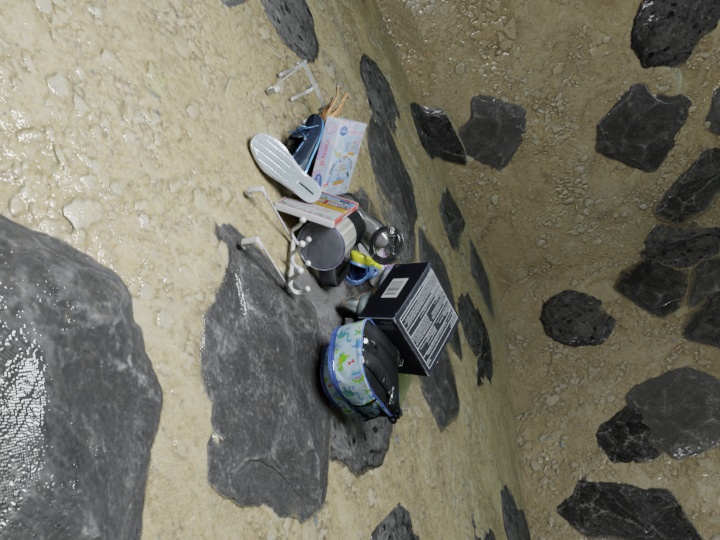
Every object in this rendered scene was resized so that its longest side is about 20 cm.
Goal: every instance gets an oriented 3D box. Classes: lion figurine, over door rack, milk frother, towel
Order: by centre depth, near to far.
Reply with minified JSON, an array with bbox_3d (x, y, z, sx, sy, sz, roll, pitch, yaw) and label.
[{"bbox_3d":[-0.157,-0.061,1.165,0.200,0.066,0.148,50,30,-47],"label":"over door rack"},{"bbox_3d":[-0.017,-0.067,1.360,0.181,0.200,0.188,68,21,-13],"label":"milk frother"},{"bbox_3d":[-0.167,-0.438,1.473,0.148,0.066,0.200,61,37,-29],"label":"over door rack"},{"bbox_3d":[-0.082,-0.387,1.522,0.123,0.072,0.200,-56,159,-26],"label":"lion figurine"},{"bbox_3d":[0.097,0.280,1.552,0.200,0.036,0.149,-63,140,-41],"label":"towel"}]

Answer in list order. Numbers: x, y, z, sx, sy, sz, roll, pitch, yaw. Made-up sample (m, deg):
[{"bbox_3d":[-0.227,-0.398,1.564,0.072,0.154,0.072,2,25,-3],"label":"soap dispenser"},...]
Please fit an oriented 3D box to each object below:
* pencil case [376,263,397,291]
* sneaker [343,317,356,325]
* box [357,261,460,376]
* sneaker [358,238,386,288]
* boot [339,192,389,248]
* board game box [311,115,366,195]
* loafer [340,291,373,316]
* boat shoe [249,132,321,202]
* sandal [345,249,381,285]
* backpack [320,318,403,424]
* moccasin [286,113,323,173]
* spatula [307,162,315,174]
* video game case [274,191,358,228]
[{"bbox_3d":[0.083,0.071,1.559,0.200,0.083,0.091,-73,161,-49],"label":"pencil case"},{"bbox_3d":[0.024,0.174,1.441,0.200,0.084,0.075,52,28,-45],"label":"sneaker"},{"bbox_3d":[0.125,0.119,1.406,0.200,0.123,0.199,-53,123,-35],"label":"box"},{"bbox_3d":[0.044,-0.052,1.706,0.114,0.072,0.201,-24,107,-73],"label":"sneaker"},{"bbox_3d":[-0.009,-0.128,1.581,0.200,0.070,0.132,44,23,4],"label":"boot"},{"bbox_3d":[-0.059,-0.297,1.499,0.200,0.041,0.200,-29,139,-68],"label":"board game box"},{"bbox_3d":[-0.006,0.083,1.464,0.200,0.063,0.072,28,73,-82],"label":"loafer"},{"bbox_3d":[-0.172,-0.224,1.274,0.200,0.072,0.062,45,-8,-26],"label":"boat shoe"},{"bbox_3d":[0.000,0.000,1.557,0.087,0.079,0.200,-67,163,0],"label":"sandal"},{"bbox_3d":[-0.004,0.215,1.245,0.183,0.147,0.200,-86,155,-42],"label":"backpack"},{"bbox_3d":[-0.140,-0.305,1.362,0.068,0.080,0.200,29,54,-25],"label":"moccasin"},{"bbox_3d":[-0.140,-0.249,1.441,0.057,0.021,0.200,63,21,-13],"label":"spatula"},{"bbox_3d":[-0.097,-0.150,1.326,0.200,0.143,0.017,-49,156,-66],"label":"video game case"}]
